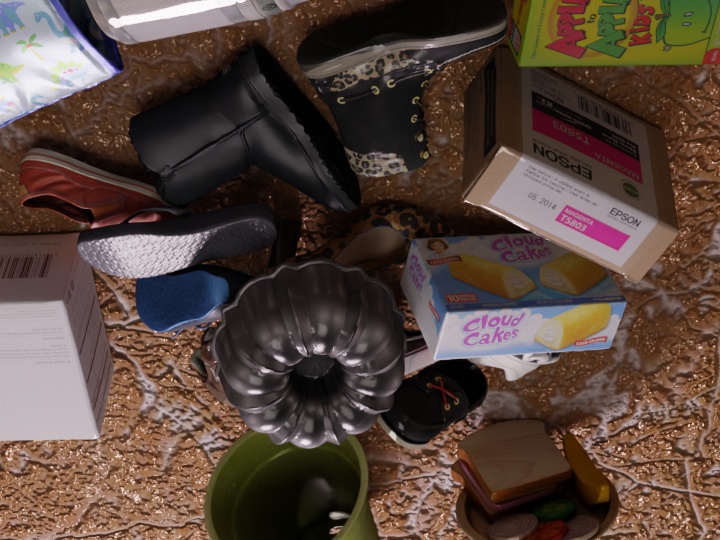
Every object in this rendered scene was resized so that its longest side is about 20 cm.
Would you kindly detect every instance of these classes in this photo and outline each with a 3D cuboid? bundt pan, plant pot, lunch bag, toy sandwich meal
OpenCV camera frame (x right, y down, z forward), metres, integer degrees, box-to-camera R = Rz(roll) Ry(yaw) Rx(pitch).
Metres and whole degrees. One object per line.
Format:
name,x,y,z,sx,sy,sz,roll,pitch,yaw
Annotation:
bundt pan,-0.045,0.093,1.516,0.199,0.076,0.204,-5,124,-8
plant pot,-0.056,0.301,1.819,0.197,0.202,0.191,-13,141,14
lunch bag,-0.331,-0.237,1.414,0.168,0.128,0.201,-19,116,18
toy sandwich meal,0.193,0.241,1.733,0.202,0.206,0.071,-5,117,7

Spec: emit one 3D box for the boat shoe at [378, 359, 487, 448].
boat shoe,0.076,0.137,1.660,0.063,0.201,0.074,-43,77,23

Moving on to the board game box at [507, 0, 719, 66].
board game box,0.239,-0.239,1.400,0.197,0.048,0.102,-2,131,-12

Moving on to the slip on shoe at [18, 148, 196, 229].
slip on shoe,-0.254,-0.063,1.579,0.198,0.062,0.074,19,160,-8

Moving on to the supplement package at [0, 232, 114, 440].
supplement package,-0.345,0.073,1.674,0.115,0.118,0.202,-2,129,4

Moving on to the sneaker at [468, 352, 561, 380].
sneaker,0.120,0.058,1.668,0.199,0.076,0.081,31,134,-20

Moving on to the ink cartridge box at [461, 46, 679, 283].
ink cartridge box,0.196,-0.101,1.467,0.198,0.166,0.075,24,127,-17

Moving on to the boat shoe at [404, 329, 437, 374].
boat shoe,0.016,0.082,1.625,0.198,0.072,0.069,-19,90,17

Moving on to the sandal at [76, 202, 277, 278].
sandal,-0.182,-0.036,1.545,0.197,0.043,0.076,-8,146,-3

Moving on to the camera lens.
camera lens,-0.145,-0.288,1.337,0.197,0.161,0.161,-9,129,11

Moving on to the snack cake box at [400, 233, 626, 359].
snack cake box,0.153,0.023,1.569,0.197,0.116,0.068,-3,133,-19

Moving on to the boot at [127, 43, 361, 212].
boot,-0.115,-0.108,1.537,0.167,0.077,0.201,-29,117,21

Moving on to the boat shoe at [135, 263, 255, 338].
boat shoe,-0.171,0.032,1.617,0.068,0.199,0.085,-6,97,-33

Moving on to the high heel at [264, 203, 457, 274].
high heel,0.000,0.000,1.576,0.197,0.143,0.072,-3,128,6

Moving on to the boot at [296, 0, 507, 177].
boot,0.055,-0.176,1.480,0.201,0.074,0.155,-12,132,12

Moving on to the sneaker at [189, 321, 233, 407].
sneaker,-0.134,0.086,1.627,0.075,0.071,0.200,35,149,-1
